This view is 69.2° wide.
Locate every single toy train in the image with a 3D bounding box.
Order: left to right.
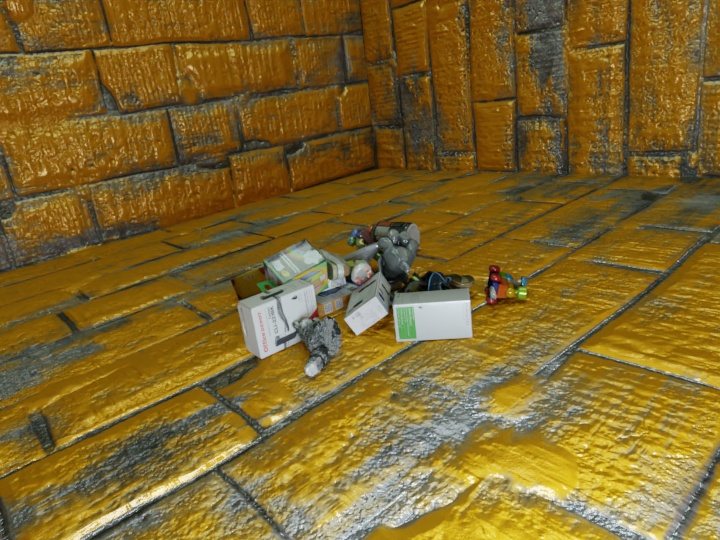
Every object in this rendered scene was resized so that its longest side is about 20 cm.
[{"bbox_3d":[0.417,0.059,1.475,0.113,0.086,0.200,9,21,7],"label":"toy train"}]

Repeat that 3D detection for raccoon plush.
[{"bbox_3d":[-0.138,0.182,1.327,0.132,0.099,0.200,-7,17,28],"label":"raccoon plush"}]

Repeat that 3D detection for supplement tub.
[{"bbox_3d":[0.126,-0.131,2.061,0.197,0.125,0.122,6,23,37],"label":"supplement tub"}]

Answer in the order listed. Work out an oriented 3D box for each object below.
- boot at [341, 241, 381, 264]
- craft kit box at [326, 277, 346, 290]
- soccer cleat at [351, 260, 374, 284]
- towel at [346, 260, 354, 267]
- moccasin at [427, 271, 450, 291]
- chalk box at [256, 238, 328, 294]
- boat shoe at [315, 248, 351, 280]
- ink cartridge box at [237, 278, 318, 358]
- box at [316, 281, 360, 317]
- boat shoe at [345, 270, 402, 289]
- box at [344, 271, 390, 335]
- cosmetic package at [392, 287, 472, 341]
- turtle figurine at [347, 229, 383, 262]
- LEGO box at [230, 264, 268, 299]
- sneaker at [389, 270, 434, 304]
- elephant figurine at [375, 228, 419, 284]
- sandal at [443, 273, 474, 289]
[{"bbox_3d":[0.014,-0.028,1.789,0.197,0.097,0.073,-22,3,32],"label":"boot"},{"bbox_3d":[-0.165,0.046,1.721,0.196,0.050,0.197,-17,5,-15],"label":"craft kit box"},{"bbox_3d":[0.000,0.000,1.593,0.069,0.078,0.200,-32,-13,4],"label":"soccer cleat"},{"bbox_3d":[-0.114,0.005,1.713,0.196,0.018,0.086,-15,13,-6],"label":"towel"},{"bbox_3d":[0.236,0.071,1.521,0.067,0.082,0.201,-11,30,21],"label":"moccasin"},{"bbox_3d":[-0.208,0.022,1.551,0.198,0.125,0.124,-29,52,-25],"label":"chalk box"},{"bbox_3d":[-0.092,-0.018,1.640,0.067,0.076,0.200,-5,23,-24],"label":"boat shoe"},{"bbox_3d":[-0.218,0.128,1.418,0.197,0.147,0.083,-21,23,-33],"label":"ink cartridge box"},{"bbox_3d":[-0.077,0.085,1.652,0.197,0.042,0.118,-17,20,-31],"label":"box"},{"bbox_3d":[0.040,0.031,1.729,0.196,0.058,0.069,0,21,18],"label":"boat shoe"},{"bbox_3d":[0.024,0.089,1.489,0.116,0.060,0.201,-37,13,15],"label":"box"},{"bbox_3d":[0.187,0.115,1.352,0.195,0.110,0.085,-5,18,12],"label":"cosmetic package"},{"bbox_3d":[0.034,-0.037,1.907,0.190,0.204,0.144,16,0,8],"label":"turtle figurine"},{"bbox_3d":[-0.324,0.021,1.788,0.198,0.079,0.148,-17,8,42],"label":"LEGO box"},{"bbox_3d":[0.151,0.052,1.578,0.197,0.084,0.070,-22,33,-32],"label":"sneaker"},{"bbox_3d":[0.105,-0.019,1.653,0.141,0.202,0.155,36,50,13],"label":"elephant figurine"},{"bbox_3d":[0.295,0.043,1.610,0.079,0.055,0.200,-6,3,-12],"label":"sandal"}]
